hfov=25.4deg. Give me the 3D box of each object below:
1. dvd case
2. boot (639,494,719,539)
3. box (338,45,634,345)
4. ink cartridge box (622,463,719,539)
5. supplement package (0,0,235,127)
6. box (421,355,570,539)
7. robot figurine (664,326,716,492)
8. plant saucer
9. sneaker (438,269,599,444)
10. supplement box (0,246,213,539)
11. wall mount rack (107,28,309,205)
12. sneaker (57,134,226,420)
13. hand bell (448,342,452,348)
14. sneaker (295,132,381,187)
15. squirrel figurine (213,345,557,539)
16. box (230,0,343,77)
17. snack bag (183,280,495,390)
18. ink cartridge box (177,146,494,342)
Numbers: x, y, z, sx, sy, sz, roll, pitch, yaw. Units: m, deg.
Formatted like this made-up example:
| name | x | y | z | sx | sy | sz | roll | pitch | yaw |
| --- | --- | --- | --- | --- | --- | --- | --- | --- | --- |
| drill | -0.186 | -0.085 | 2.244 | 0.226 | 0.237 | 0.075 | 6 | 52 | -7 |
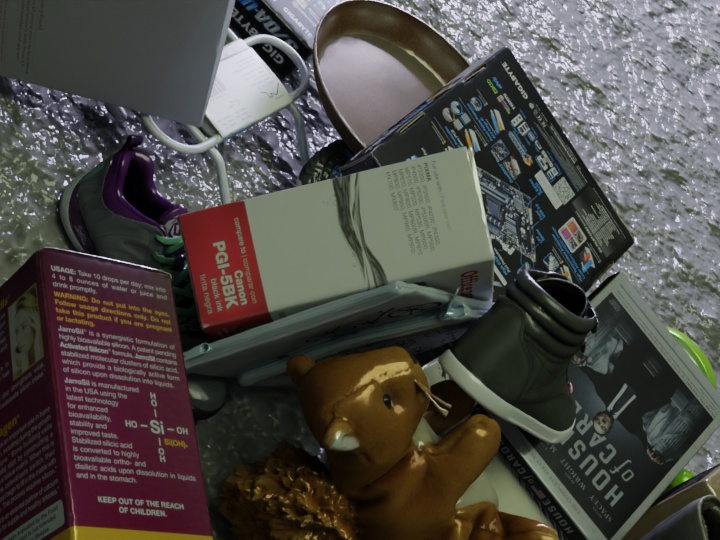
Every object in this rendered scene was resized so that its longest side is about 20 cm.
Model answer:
| name | x | y | z | sx | sy | sz | roll | pitch | yaw |
| --- | --- | --- | --- | --- | --- | --- | --- | --- | --- |
| dvd case | 0.193 | 0.112 | 1.258 | 0.150 | 0.025 | 0.200 | 51 | 53 | -1 |
| boot | 0.232 | 0.281 | 1.192 | 0.073 | 0.200 | 0.182 | -18 | 77 | -51 |
| box | 0.105 | -0.049 | 1.259 | 0.198 | 0.050 | 0.200 | -41 | 100 | -39 |
| ink cartridge box | 0.275 | 0.275 | 1.266 | 0.075 | 0.165 | 0.200 | -20 | 77 | -55 |
| supplement package | -0.181 | -0.238 | 1.132 | 0.199 | 0.191 | 0.147 | 14 | 49 | -6 |
| box | 0.081 | 0.171 | 1.222 | 0.068 | 0.082 | 0.200 | -26 | 83 | -51 |
| robot figurine | 0.231 | 0.115 | 1.378 | 0.200 | 0.116 | 0.176 | -22 | 93 | -48 |
| plant saucer | 0.036 | -0.137 | 1.323 | 0.200 | 0.032 | 0.201 | 25 | 44 | -26 |
| sneaker | 0.135 | 0.060 | 1.123 | 0.071 | 0.099 | 0.200 | 47 | 9 | 28 |
| supplement box | -0.178 | 0.107 | 0.981 | 0.103 | 0.131 | 0.200 | 13 | 55 | -40 |
| wall mount rack | -0.101 | -0.102 | 1.257 | 0.174 | 0.075 | 0.200 | 50 | 40 | 3 |
| sneaker | -0.142 | 0.006 | 1.121 | 0.074 | 0.087 | 0.200 | -21 | 77 | -49 |
| hand bell | 0.109 | 0.122 | 1.298 | 0.104 | 0.104 | 0.201 | 13 | 66 | -38 |
| sneaker | 0.014 | -0.071 | 1.334 | 0.200 | 0.077 | 0.076 | -15 | 71 | -50 |
| squirrel figurine | 0.001 | 0.143 | 1.073 | 0.187 | 0.200 | 0.142 | 51 | 9 | -41 |
| box | -0.092 | -0.287 | 1.415 | 0.200 | 0.046 | 0.159 | 45 | 40 | -9 |
| snack bag | -0.011 | 0.049 | 1.095 | 0.200 | 0.188 | 0.021 | 16 | 58 | -65 |
| ink cartridge box | -0.011 | -0.007 | 1.098 | 0.147 | 0.199 | 0.083 | 70 | 7 | -77 |
